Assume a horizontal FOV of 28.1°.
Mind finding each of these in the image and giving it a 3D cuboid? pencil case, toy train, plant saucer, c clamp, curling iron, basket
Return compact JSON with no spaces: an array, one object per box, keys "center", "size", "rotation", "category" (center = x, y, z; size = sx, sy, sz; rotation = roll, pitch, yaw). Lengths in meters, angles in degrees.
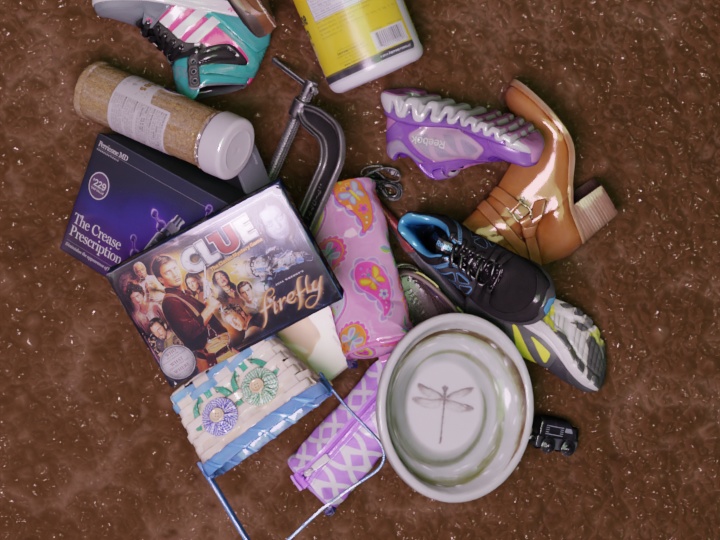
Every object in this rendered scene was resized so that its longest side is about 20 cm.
[{"center":[0.000,0.000,1.566],"size":[0.087,0.087,0.201],"rotation":[-15,78,-1],"category":"pencil case"},{"center":[0.160,0.173,1.623],"size":[0.199,0.034,0.046],"rotation":[12,92,-23],"category":"toy train"},{"center":[0.093,0.146,1.546],"size":[0.199,0.050,0.201],"rotation":[2,85,-30],"category":"plant saucer"},{"center":[-0.076,-0.113,1.581],"size":[0.027,0.171,0.201],"rotation":[9,108,-42],"category":"c clamp"},{"center":[0.065,-0.036,1.629],"size":[0.049,0.026,0.200],"rotation":[-33,96,5],"category":"curling iron"},{"center":[0.001,0.173,1.616],"size":[0.084,0.085,0.200],"rotation":[40,89,29],"category":"pencil case"},{"center":[-0.096,0.174,1.513],"size":[0.176,0.139,0.200],"rotation":[-39,87,0],"category":"basket"}]

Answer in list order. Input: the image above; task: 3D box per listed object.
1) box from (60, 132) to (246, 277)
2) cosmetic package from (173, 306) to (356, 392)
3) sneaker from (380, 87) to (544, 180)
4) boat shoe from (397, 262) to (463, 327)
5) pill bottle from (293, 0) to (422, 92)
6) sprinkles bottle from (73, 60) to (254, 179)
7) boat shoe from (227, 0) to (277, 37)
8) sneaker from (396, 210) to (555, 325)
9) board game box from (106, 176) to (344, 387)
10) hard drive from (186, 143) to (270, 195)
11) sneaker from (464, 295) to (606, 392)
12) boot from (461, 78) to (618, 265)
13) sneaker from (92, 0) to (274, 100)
[{"center":[-0.209,-0.044,1.537],"size":[0.200,0.079,0.142],"rotation":[28,103,27],"category":"box"},{"center":[-0.101,0.109,1.613],"size":[0.200,0.071,0.105],"rotation":[-40,96,1],"category":"cosmetic package"},{"center":[0.107,-0.137,1.575],"size":[0.200,0.080,0.089],"rotation":[19,109,30],"category":"sneaker"},{"center":[0.097,0.077,1.624],"size":[0.072,0.060,0.200],"rotation":[-38,96,-1],"category":"boat shoe"},{"center":[-0.017,-0.303,1.559],"size":[0.112,0.112,0.201],"rotation":[-23,95,0],"category":"pill bottle"},{"center":[-0.211,-0.161,1.533],"size":[0.199,0.068,0.069],"rotation":[24,94,23],"category":"sprinkles bottle"},{"center":[-0.126,-0.337,1.527],"size":[0.074,0.076,0.201],"rotation":[-28,60,6],"category":"boat shoe"},{"center":[0.119,-0.003,1.534],"size":[0.200,0.082,0.073],"rotation":[31,96,39],"category":"sneaker"},{"center":[-0.136,0.012,1.446],"size":[0.199,0.035,0.136],"rotation":[-28,102,7],"category":"board game box"},{"center":[-0.146,-0.035,1.568],"size":[0.135,0.042,0.201],"rotation":[-21,82,29],"category":"hard drive"},{"center":[0.200,0.069,1.631],"size":[0.200,0.084,0.075],"rotation":[44,48,-21],"category":"sneaker"},{"center":[0.176,-0.097,1.614],"size":[0.155,0.077,0.200],"rotation":[-33,103,5],"category":"boot"},{"center":[-0.200,-0.239,1.575],"size":[0.199,0.084,0.121],"rotation":[9,85,-5],"category":"sneaker"}]
